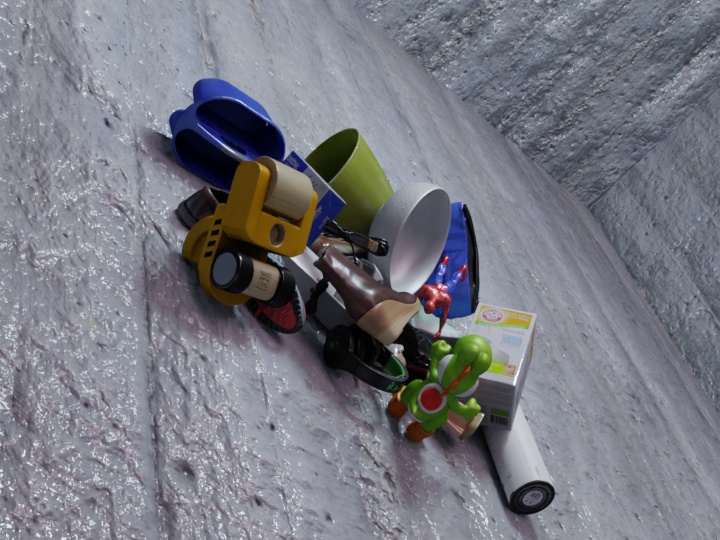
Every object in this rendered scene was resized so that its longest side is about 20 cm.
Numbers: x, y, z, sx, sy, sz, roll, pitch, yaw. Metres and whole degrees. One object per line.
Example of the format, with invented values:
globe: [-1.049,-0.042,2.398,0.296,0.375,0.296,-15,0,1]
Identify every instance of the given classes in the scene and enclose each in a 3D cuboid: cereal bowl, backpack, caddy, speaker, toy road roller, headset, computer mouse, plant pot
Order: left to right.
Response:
caddy: [-0.212,-0.210,1.661,0.198,0.142,0.106,29,23,-38]
toy road roller: [-0.160,-0.053,1.422,0.144,0.204,0.122,15,-4,39]
plant pot: [-0.010,-0.115,1.863,0.200,0.186,0.188,46,18,-24]
headset: [-0.007,0.102,1.563,0.199,0.095,0.123,36,15,21]
computer mouse: [0.000,0.000,1.681,0.108,0.202,0.044,15,53,17]
cereal bowl: [0.072,-0.060,1.781,0.082,0.204,0.199,23,8,27]
backpack: [0.146,-0.006,1.967,0.162,0.164,0.204,32,49,-76]
speaker: [0.258,0.305,1.746,0.081,0.081,0.201,33,23,-31]

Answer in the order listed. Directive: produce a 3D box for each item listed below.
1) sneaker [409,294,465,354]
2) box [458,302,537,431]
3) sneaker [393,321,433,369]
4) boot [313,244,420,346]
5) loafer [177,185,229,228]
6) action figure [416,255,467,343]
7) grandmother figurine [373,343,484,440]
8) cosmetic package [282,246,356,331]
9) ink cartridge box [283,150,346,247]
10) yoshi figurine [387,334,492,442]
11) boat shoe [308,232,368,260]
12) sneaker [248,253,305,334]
sneaker: [0.125,0.092,1.874,0.199,0.074,0.119,25,33,-43]
box: [0.229,0.160,1.781,0.110,0.103,0.201,11,37,15]
sneaker: [0.076,0.129,1.739,0.200,0.075,0.080,47,8,-27]
boot: [0.011,0.021,1.582,0.167,0.072,0.200,49,16,-2]
loafer: [-0.194,-0.089,1.582,0.072,0.063,0.199,54,21,19]
action figure: [0.130,0.053,1.791,0.064,0.101,0.200,23,21,9]
grandmother figurine: [0.103,0.188,1.656,0.199,0.122,0.061,38,59,2]
cosmetic package: [-0.080,0.014,1.642,0.200,0.051,0.083,43,19,-11]
ink cartridge box: [-0.099,-0.122,1.718,0.044,0.094,0.200,40,4,-31]
yoshi figurine: [0.133,0.165,1.554,0.111,0.200,0.114,19,45,-27]
boat shoe: [-0.039,-0.030,1.777,0.072,0.076,0.199,44,10,21]
sneaker: [-0.129,0.005,1.519,0.201,0.079,0.095,55,20,21]
